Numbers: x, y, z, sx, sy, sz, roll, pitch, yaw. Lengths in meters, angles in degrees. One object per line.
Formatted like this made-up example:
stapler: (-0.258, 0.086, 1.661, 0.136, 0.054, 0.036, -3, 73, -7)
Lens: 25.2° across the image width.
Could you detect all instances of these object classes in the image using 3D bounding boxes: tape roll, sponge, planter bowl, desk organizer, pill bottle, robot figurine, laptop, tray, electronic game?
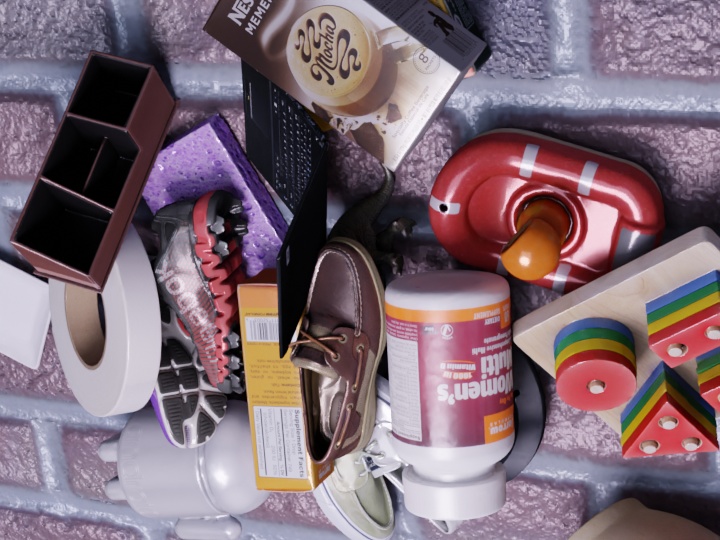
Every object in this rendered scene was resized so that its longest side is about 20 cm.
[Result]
tape roll: (-0.249, 0.040, 1.554, 0.202, 0.037, 0.204, 20, 113, 55)
sponge: (-0.129, -0.038, 1.539, 0.111, 0.030, 0.201, -24, 104, 29)
planter bowl: (0.250, 0.294, 1.469, 0.135, 0.200, 0.201, 50, 126, 25)
desk organizer: (-0.240, -0.091, 1.460, 0.071, 0.201, 0.077, 15, 163, 14)
pill bottle: (0.079, 0.107, 1.399, 0.109, 0.110, 0.201, 1, 102, 21)
robot figurine: (-0.163, 0.190, 1.614, 0.199, 0.113, 0.171, -7, 100, 24)
laptop: (-0.083, -0.060, 1.384, 0.200, 0.103, 0.178, 51, 160, 23)
tray: (-0.408, 0.016, 1.682, 0.199, 0.022, 0.108, 26, 122, 8)
electronic game: (0.082, 0.118, 1.522, 0.199, 0.042, 0.201, 12, 117, 25)

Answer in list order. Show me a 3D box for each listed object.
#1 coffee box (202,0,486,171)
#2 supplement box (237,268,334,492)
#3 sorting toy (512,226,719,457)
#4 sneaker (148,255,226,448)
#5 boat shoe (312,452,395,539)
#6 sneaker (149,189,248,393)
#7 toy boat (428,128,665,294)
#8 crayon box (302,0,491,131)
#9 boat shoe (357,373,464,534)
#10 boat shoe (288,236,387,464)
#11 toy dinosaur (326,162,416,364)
coffee box: (-0.014, -0.193, 1.328, 0.200, 0.080, 0.113, 36, 123, 2)
supplement box: (-0.068, 0.103, 1.507, 0.068, 0.067, 0.201, 2, 104, 19)
sorting toy: (0.265, 0.083, 1.368, 0.198, 0.070, 0.200, -29, 128, 30)
sneaker: (-0.192, 0.085, 1.576, 0.083, 0.080, 0.201, -43, 58, 44)
boat shoe: (-0.017, 0.181, 1.571, 0.062, 0.072, 0.201, -20, 104, 46)
sneaker: (-0.150, 0.021, 1.518, 0.097, 0.071, 0.202, 0, 112, 21)
toy boat: (0.152, -0.035, 1.368, 0.199, 0.131, 0.131, 17, 119, 13)
crayon box: (-0.003, -0.201, 1.398, 0.199, 0.051, 0.127, -19, 107, 29)
boat shoe: (0.030, 0.160, 1.477, 0.200, 0.067, 0.074, 40, 156, -2)
boat shoe: (-0.025, 0.073, 1.410, 0.072, 0.072, 0.201, 14, 109, 29)
toy dinosaur: (0.000, 0.000, 1.463, 0.102, 0.077, 0.201, 0, 103, 31)
